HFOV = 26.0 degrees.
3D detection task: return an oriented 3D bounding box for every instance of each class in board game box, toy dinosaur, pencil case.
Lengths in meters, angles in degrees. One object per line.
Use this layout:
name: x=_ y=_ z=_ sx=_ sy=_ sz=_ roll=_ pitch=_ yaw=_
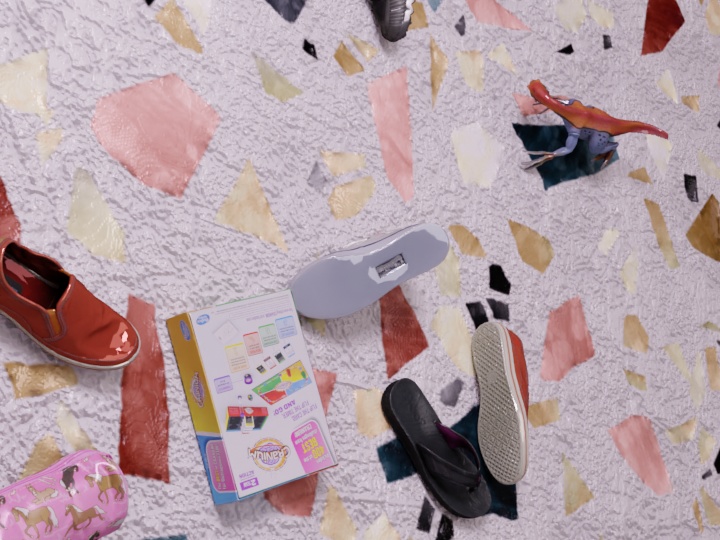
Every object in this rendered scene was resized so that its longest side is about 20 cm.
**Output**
board game box: x=-0.113 y=0.131 z=1.654 sx=0.152 sy=0.040 sz=0.201 roll=-11 pitch=85 yaw=-46
toy dinosaur: x=0.297 y=-0.214 z=2.099 sx=0.182 sy=0.199 sz=0.106 roll=47 pitch=23 yaw=-65
pencil case: x=-0.303 y=0.229 z=1.410 sx=0.199 sy=0.087 sz=0.083 roll=-21 pitch=60 yaw=-46

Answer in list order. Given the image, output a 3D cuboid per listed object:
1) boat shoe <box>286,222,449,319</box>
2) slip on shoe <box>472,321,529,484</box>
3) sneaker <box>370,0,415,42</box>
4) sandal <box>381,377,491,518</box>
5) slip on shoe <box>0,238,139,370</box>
boat shoe: x=-0.001 y=-0.005 z=1.788 sx=0.201 sy=0.086 sz=0.075 roll=-27 pitch=102 yaw=-16
slip on shoe: x=0.182 y=0.162 z=1.913 sx=0.061 sy=0.074 sz=0.201 roll=15 pitch=62 yaw=-44
sneaker: x=0.014 y=-0.382 z=1.933 sx=0.090 sy=0.066 sz=0.202 roll=-4 pitch=88 yaw=-28
sandal: x=0.097 y=0.213 z=1.826 sx=0.201 sy=0.048 sz=0.075 roll=53 pitch=47 yaw=-17
slip on shoe: x=-0.288 y=0.034 z=1.492 sx=0.200 sy=0.061 sz=0.074 roll=38 pitch=51 yaw=-31
